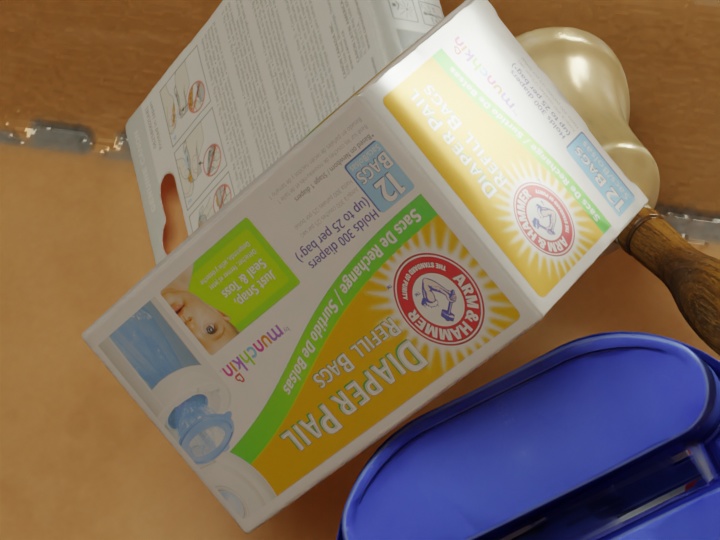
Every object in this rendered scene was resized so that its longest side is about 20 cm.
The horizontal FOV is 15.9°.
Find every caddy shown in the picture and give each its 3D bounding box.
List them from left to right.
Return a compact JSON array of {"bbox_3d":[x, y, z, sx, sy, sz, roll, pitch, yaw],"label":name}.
[{"bbox_3d":[0.083,0.108,1.057,0.199,0.105,0.142,-26,83,2],"label":"caddy"}]

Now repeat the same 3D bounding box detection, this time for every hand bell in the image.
[{"bbox_3d":[0.121,-0.011,1.074,0.104,0.104,0.200,-37,43,-5],"label":"hand bell"}]

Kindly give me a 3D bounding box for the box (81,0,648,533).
[{"bbox_3d":[0.000,0.000,1.030,0.113,0.200,0.101,49,41,-2],"label":"box"}]

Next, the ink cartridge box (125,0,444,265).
[{"bbox_3d":[-0.030,-0.061,1.172,0.057,0.200,0.164,5,53,-30],"label":"ink cartridge box"}]
